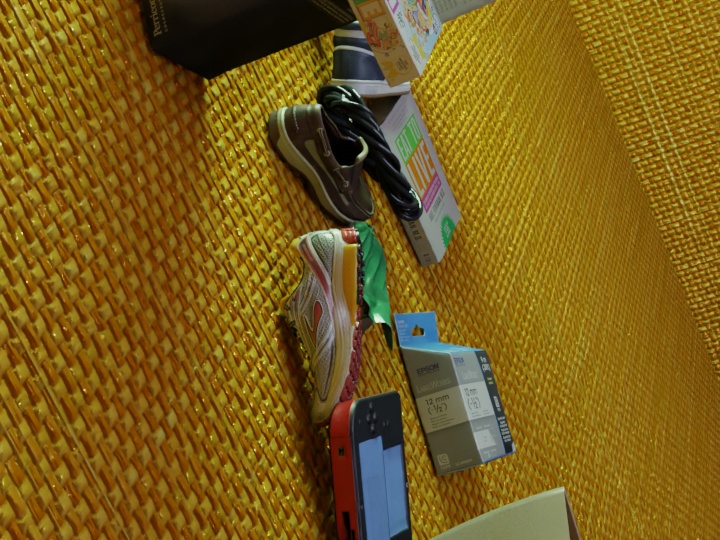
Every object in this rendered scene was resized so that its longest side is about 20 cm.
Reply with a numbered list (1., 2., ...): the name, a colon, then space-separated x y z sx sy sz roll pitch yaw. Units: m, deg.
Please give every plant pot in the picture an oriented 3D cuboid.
1. plant pot: 0.143 0.362 1.525 0.200 0.177 0.200 66 18 -49

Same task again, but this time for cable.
1. cable: 0.011 -0.138 1.773 0.163 0.051 0.200 60 2 28

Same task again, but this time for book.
1. book: 0.065 -0.122 1.973 0.200 0.048 0.134 64 25 -22

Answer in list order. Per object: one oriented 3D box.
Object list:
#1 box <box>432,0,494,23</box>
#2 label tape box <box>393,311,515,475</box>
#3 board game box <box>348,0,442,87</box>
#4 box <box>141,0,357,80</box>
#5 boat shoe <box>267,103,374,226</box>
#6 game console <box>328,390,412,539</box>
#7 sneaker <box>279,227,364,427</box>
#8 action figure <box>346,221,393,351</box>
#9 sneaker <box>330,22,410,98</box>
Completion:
1. box: 0.072 -0.421 2.012 0.199 0.171 0.200 -68 137 -77
2. label tape box: 0.116 0.140 1.838 0.143 0.066 0.200 3 71 -68
3. board game box: 0.013 -0.289 1.426 0.200 0.034 0.135 63 24 -22
4. box: -0.112 -0.319 1.466 0.123 0.198 0.200 18 56 -64
5. boat shoe: -0.024 -0.117 1.690 0.202 0.075 0.075 44 34 -51
6. game console: 0.018 0.225 1.511 0.177 0.031 0.201 0 85 -68
7. sneaker: -0.039 0.058 1.522 0.078 0.082 0.200 68 23 -78
8. action figure: 0.000 0.000 1.681 0.118 0.055 0.200 61 16 -22
9. sneaker: 0.016 -0.273 1.886 0.200 0.070 0.109 -25 117 -69
